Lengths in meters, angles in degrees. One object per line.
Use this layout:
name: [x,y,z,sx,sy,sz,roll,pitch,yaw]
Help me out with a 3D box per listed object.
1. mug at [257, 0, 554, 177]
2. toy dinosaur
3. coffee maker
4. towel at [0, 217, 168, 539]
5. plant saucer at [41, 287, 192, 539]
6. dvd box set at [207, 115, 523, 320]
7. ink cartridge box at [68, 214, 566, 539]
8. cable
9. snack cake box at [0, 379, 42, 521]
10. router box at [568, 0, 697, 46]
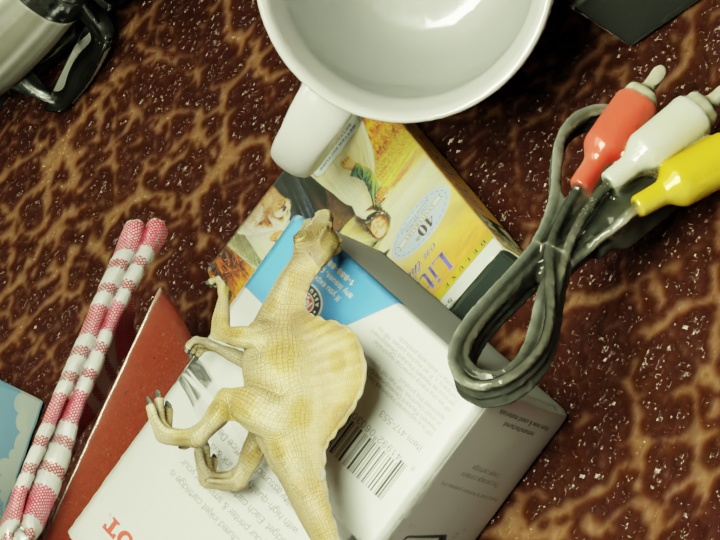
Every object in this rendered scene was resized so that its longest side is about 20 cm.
mug: [0.014,-0.136,1.304,0.200,0.148,0.175,-59,1,10]
toy dinosaur: [-0.040,0.066,1.150,0.101,0.058,0.200,-15,70,25]
coffee maker: [-0.204,-0.223,1.662,0.200,0.135,0.192,-35,41,30]
towel: [-0.151,0.083,1.320,0.146,0.030,0.200,118,173,-61]
plant saucer: [-0.135,0.115,1.353,0.200,0.037,0.200,129,166,-81]
dvd box set: [0.000,0.000,1.342,0.146,0.029,0.200,-51,36,12]
ink cartridge box: [-0.023,0.099,1.216,0.146,0.086,0.200,42,102,32]
cable: [0.096,-0.025,1.163,0.097,0.050,0.200,31,58,33]
snack cake box: [-0.278,0.159,1.537,0.115,0.067,0.200,-4,63,48]
router box: [0.183,-0.226,1.258,0.200,0.051,0.149,-35,44,31]
